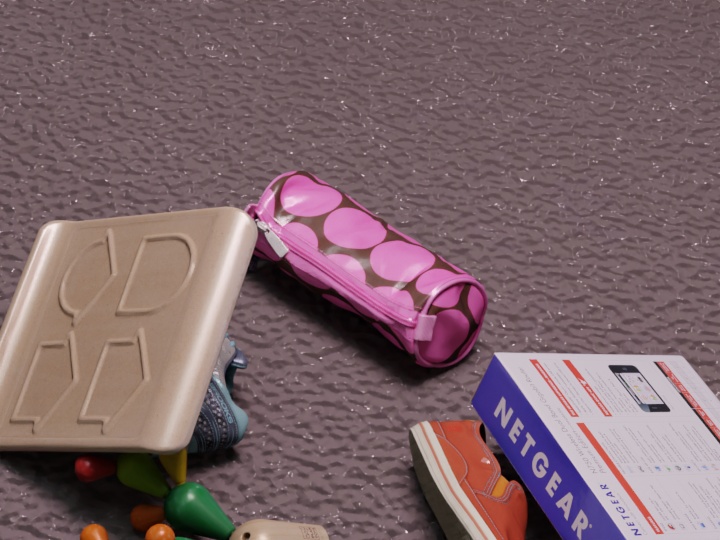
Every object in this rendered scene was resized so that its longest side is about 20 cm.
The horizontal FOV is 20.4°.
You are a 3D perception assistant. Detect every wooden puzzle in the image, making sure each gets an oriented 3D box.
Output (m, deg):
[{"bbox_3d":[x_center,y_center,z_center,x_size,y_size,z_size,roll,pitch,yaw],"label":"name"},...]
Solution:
[{"bbox_3d":[-0.170,0.047,1.416,0.200,0.046,0.185,-1,62,36],"label":"wooden puzzle"}]

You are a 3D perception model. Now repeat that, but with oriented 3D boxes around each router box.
[{"bbox_3d":[0.200,0.138,1.409,0.179,0.049,0.200,3,36,-32],"label":"router box"}]

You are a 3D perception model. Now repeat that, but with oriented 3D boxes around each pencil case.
[{"bbox_3d":[0.000,0.000,1.559,0.200,0.091,0.094,30,9,29],"label":"pencil case"}]

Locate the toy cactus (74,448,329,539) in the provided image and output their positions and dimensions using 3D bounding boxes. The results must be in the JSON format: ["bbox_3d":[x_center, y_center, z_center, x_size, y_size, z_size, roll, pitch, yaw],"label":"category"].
[{"bbox_3d":[-0.100,0.182,1.328,0.165,0.102,0.200,-2,29,-26],"label":"toy cactus"}]

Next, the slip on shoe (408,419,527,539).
[{"bbox_3d":[0.089,0.170,1.372,0.061,0.074,0.200,-15,38,-9],"label":"slip on shoe"}]

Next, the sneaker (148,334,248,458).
[{"bbox_3d":[-0.133,0.062,1.487,0.086,0.078,0.200,5,44,-21],"label":"sneaker"}]
